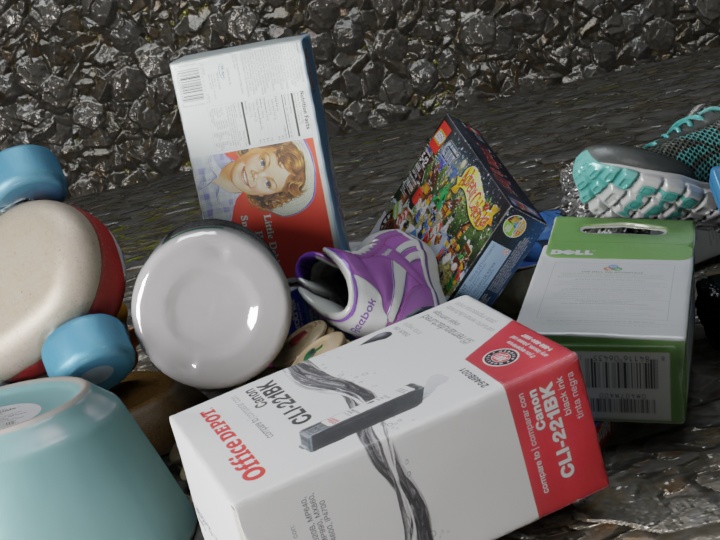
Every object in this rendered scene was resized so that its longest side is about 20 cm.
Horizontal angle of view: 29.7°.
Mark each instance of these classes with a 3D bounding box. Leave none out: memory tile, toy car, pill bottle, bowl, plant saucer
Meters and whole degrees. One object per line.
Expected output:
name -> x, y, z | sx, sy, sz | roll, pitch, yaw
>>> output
memory tile -> -0.058, 0.097, 0.906 | 0.153, 0.017, 0.200 | -42, 17, -8
toy car -> -0.221, 0.040, 1.025 | 0.176, 0.185, 0.200 | -34, -26, 14
pill bottle -> -0.112, 0.019, 1.024 | 0.112, 0.114, 0.200 | -14, 7, -4
bowl -> -0.208, 0.133, 0.835 | 0.199, 0.106, 0.201 | -11, 12, 2
plant saucer -> -0.214, 0.120, 1.076 | 0.199, 0.036, 0.200 | -13, 12, 3

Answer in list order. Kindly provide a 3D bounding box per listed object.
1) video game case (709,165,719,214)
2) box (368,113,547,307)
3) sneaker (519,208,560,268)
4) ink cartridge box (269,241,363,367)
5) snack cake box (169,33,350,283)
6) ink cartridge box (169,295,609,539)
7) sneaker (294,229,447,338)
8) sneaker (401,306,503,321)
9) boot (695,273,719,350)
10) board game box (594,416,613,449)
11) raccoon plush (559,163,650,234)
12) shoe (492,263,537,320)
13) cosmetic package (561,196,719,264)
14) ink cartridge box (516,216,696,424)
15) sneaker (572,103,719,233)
video game case -> 0.315, -0.006, 0.861 | 0.142, 0.018, 0.201 | -5, 43, 2
box -> 0.074, -0.032, 1.129 | 0.038, 0.137, 0.200 | 25, 19, -22
sneaker -> 0.183, -0.023, 1.177 | 0.066, 0.079, 0.200 | 28, -15, -33
ink cartridge box -> -0.074, 0.036, 1.220 | 0.136, 0.077, 0.200 | -2, 14, 38
snack cake box -> -0.081, -0.090, 1.148 | 0.114, 0.201, 0.067 | -9, 13, 6
ink cartridge box -> 0.010, 0.099, 0.743 | 0.199, 0.084, 0.144 | -22, 19, -15
sneaker -> 0.000, -0.001, 1.058 | 0.114, 0.073, 0.201 | 26, 13, -18
sneaker -> 0.034, 0.066, 0.944 | 0.199, 0.081, 0.074 | -6, 13, 31
boot -> 0.319, 0.007, 0.967 | 0.162, 0.074, 0.198 | -18, 9, 6
board game box -> 0.048, 0.117, 0.845 | 0.199, 0.020, 0.103 | -6, 15, 29
raccoon plush -> 0.171, -0.006, 1.003 | 0.096, 0.135, 0.200 | -7, 13, 25
shoe -> 0.104, 0.018, 1.168 | 0.199, 0.054, 0.070 | -2, 16, 43
cosmetic package -> 0.300, -0.057, 1.247 | 0.199, 0.082, 0.113 | -21, 12, -31
ink cartridge box -> 0.166, 0.027, 0.891 | 0.103, 0.060, 0.200 | 1, 23, 15
sneaker -> 0.239, -0.079, 0.990 | 0.199, 0.092, 0.078 | 6, -21, -25
